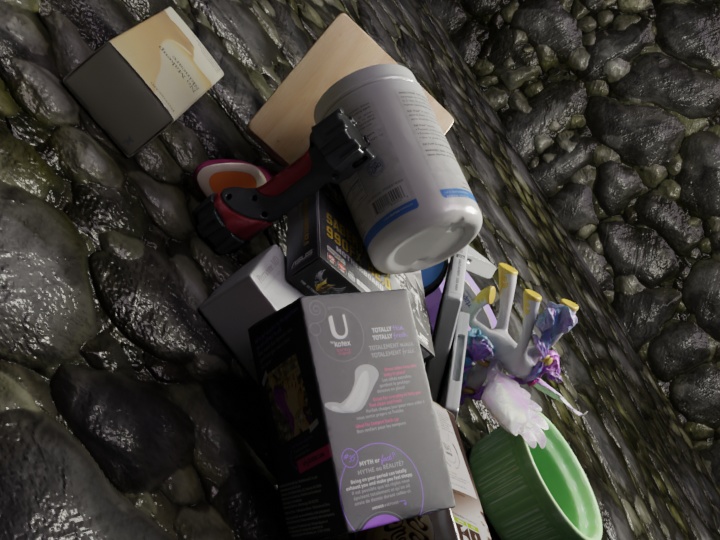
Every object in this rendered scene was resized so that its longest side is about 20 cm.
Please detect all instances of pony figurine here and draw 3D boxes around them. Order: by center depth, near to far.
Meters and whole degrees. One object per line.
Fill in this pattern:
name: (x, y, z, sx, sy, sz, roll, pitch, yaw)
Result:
pony figurine: (0.204, 0.119, 1.202, 0.193, 0.201, 0.166, 32, 22, 30)

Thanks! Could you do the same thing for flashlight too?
flashlight: (-0.084, -0.095, 0.972, 0.068, 0.200, 0.068, 33, 29, -45)

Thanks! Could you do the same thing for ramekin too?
ramekin: (0.235, 0.297, 1.257, 0.200, 0.097, 0.200, 46, 23, -26)

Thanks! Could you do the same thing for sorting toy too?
sorting toy: (-0.018, -0.177, 1.156, 0.199, 0.200, 0.070, 41, -19, -13)

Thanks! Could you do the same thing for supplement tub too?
supplement tub: (0.040, -0.110, 1.015, 0.132, 0.132, 0.201, 19, 45, -58)

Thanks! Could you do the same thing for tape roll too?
tape roll: (0.144, 0.067, 1.441, 0.200, 0.065, 0.201, 45, 23, -26)

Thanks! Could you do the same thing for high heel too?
high heel: (-0.137, -0.105, 1.096, 0.199, 0.068, 0.096, 6, 23, -49)

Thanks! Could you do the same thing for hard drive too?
hard drive: (0.112, -0.057, 1.458, 0.131, 0.026, 0.200, 21, 15, -37)

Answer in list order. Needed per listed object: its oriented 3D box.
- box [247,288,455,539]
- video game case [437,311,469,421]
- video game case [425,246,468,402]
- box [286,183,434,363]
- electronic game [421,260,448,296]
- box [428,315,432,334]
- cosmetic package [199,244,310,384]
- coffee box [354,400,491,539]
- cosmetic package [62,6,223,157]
box: (-0.011, 0.129, 0.826, 0.122, 0.106, 0.201, -3, 74, -35)
video game case: (0.103, 0.161, 1.115, 0.017, 0.144, 0.200, 13, 31, 4)
video game case: (0.105, 0.086, 1.188, 0.023, 0.201, 0.182, 12, 24, 4)
box: (0.000, 0.000, 1.028, 0.200, 0.048, 0.159, 42, 28, -33)
electronic game: (0.019, -0.031, 1.208, 0.199, 0.042, 0.201, 10, 40, -9)
box: (0.037, 0.013, 1.273, 0.082, 0.068, 0.201, 41, 26, -35)
cosmetic package: (-0.064, 0.082, 0.941, 0.200, 0.074, 0.102, 54, 20, -10)
coffee box: (0.055, 0.239, 0.919, 0.080, 0.113, 0.201, 37, 29, -42)
cosmetic package: (-0.228, -0.210, 1.001, 0.105, 0.071, 0.200, 50, 21, -17)
